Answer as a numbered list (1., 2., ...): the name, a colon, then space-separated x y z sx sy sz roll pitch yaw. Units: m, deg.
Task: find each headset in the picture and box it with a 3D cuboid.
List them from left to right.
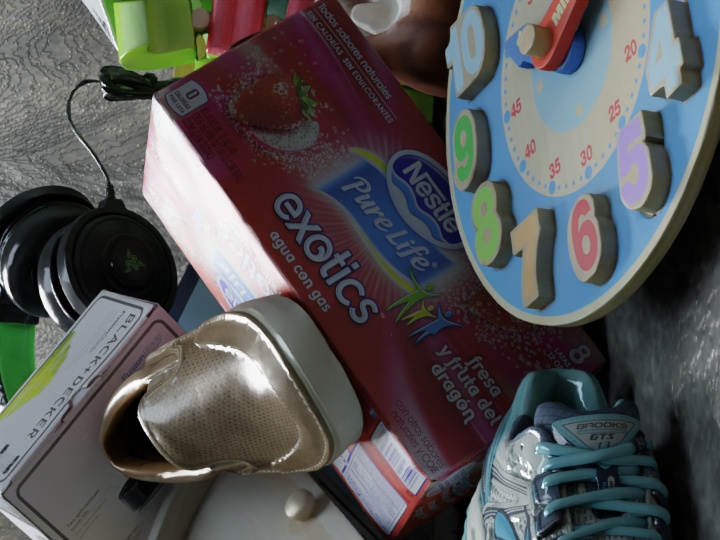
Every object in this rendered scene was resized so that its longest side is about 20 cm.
1. headset: -0.133 -0.004 1.093 0.123 0.094 0.201 18 101 52

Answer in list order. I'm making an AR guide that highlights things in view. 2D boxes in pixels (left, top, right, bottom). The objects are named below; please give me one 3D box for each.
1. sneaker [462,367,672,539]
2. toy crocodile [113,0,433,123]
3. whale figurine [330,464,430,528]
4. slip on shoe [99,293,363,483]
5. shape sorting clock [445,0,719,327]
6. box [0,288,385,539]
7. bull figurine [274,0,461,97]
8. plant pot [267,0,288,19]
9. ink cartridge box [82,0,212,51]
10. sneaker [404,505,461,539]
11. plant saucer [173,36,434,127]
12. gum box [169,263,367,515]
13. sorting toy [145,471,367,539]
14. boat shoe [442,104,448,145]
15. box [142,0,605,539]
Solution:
1. sneaker: 0.074 0.091 0.743 0.200 0.077 0.087 -114 31 -72
2. toy crocodile: -0.018 -0.109 1.008 0.062 0.199 0.068 161 116 -85
3. whale figurine: -0.006 0.058 1.030 0.159 0.103 0.200 52 -164 -21
4. slip on shoe: -0.060 0.057 0.886 0.076 0.060 0.200 61 158 -9
5. shape sorting clock: 0.077 -0.080 0.776 0.200 0.039 0.201 -170 90 -68
6. box: -0.084 0.117 1.032 0.117 0.200 0.060 -52 30 -15
7. bull figurine: 0.033 -0.159 0.916 0.065 0.121 0.201 -87 7 -51
8. plant pot: -0.013 -0.210 1.096 0.197 0.199 0.201 91 176 -52
9. ink cartridge box: -0.120 -0.174 1.060 0.104 0.059 0.201 -130 19 -62
10. sneaker: 0.004 0.180 1.122 0.082 0.088 0.201 102 173 -49
11. plant saucer: -0.020 -0.104 1.223 0.048 0.200 0.201 -30 45 31
12. gum box: -0.060 0.116 1.147 0.200 0.044 0.171 40 -108 -48
13. sorting toy: -0.002 0.179 0.951 0.107 0.180 0.200 -46 27 -1
14. boat shoe: 0.058 -0.033 0.930 0.200 0.062 0.074 114 158 -67
15. box: 0.000 0.000 0.897 0.200 0.095 0.100 54 160 13
